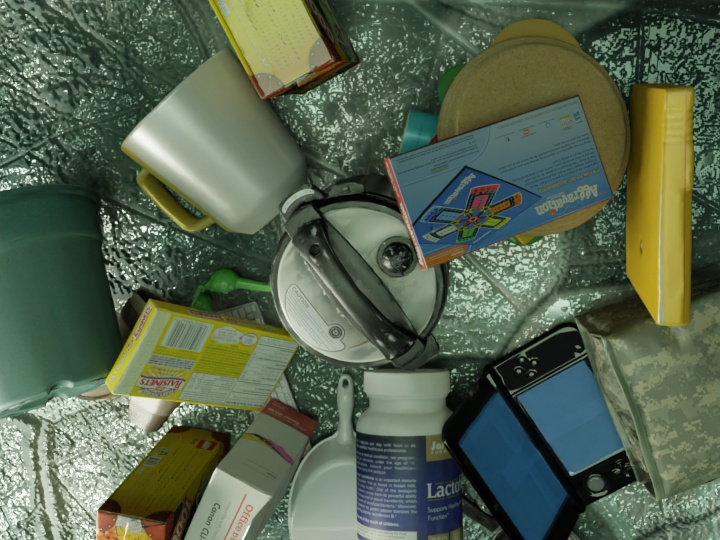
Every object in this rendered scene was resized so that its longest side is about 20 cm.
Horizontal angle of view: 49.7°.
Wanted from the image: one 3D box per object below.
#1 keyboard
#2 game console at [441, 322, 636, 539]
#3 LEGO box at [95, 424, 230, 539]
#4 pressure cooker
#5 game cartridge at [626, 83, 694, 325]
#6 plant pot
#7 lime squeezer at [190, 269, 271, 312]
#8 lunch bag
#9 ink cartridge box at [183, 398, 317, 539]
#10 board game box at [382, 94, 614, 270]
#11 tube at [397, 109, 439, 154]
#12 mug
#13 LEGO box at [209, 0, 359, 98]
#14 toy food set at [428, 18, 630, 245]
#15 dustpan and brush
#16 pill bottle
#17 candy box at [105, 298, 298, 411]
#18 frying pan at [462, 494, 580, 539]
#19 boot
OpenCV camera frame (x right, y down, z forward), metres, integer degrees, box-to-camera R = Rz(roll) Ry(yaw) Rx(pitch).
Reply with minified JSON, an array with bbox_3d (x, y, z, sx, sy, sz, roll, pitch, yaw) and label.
[{"bbox_3d":[-0.113,0.135,0.922,0.056,0.011,0.200,-17,101,13],"label":"keyboard"},{"bbox_3d":[0.210,0.188,0.827,0.172,0.119,0.200,-33,98,16],"label":"game console"},{"bbox_3d":[-0.219,0.289,0.880,0.077,0.200,0.149,8,106,8],"label":"LEGO box"},{"bbox_3d":[0.002,-0.002,0.769,0.176,0.200,0.179,10,106,3],"label":"pressure cooker"},{"bbox_3d":[0.275,-0.070,0.719,0.032,0.176,0.200,0,105,10],"label":"game cartridge"},{"bbox_3d":[-0.344,0.040,0.810,0.200,0.200,0.196,-21,83,14],"label":"plant pot"},{"bbox_3d":[-0.163,0.041,0.895,0.200,0.038,0.071,-32,116,18],"label":"lime squeezer"},{"bbox_3d":[0.333,0.117,0.780,0.164,0.118,0.200,-22,98,2],"label":"lunch bag"},{"bbox_3d":[-0.123,0.240,0.844,0.067,0.200,0.117,27,111,5],"label":"ink cartridge box"},{"bbox_3d":[0.128,-0.082,0.702,0.200,0.019,0.103,-20,91,-16],"label":"board game box"},{"bbox_3d":[0.140,-0.117,0.800,0.200,0.050,0.078,13,104,0],"label":"tube"},{"bbox_3d":[-0.142,-0.119,0.814,0.153,0.187,0.149,46,74,-13],"label":"mug"},{"bbox_3d":[-0.089,-0.270,0.733,0.077,0.149,0.200,-26,100,14],"label":"LEGO box"},{"bbox_3d":[0.164,-0.131,0.757,0.198,0.049,0.200,-40,94,-5],"label":"toy food set"},{"bbox_3d":[-0.017,0.222,0.913,0.139,0.057,0.200,0,111,-3],"label":"dustpan and brush"},{"bbox_3d":[0.052,0.208,0.842,0.115,0.116,0.200,-2,86,10],"label":"pill bottle"},{"bbox_3d":[-0.160,0.095,0.828,0.026,0.200,0.102,42,106,40],"label":"candy box"},{"bbox_3d":[0.172,0.327,0.914,0.190,0.031,0.115,18,106,8],"label":"frying pan"},{"bbox_3d":[-0.272,0.088,0.899,0.200,0.070,0.146,25,107,15],"label":"boot"}]
